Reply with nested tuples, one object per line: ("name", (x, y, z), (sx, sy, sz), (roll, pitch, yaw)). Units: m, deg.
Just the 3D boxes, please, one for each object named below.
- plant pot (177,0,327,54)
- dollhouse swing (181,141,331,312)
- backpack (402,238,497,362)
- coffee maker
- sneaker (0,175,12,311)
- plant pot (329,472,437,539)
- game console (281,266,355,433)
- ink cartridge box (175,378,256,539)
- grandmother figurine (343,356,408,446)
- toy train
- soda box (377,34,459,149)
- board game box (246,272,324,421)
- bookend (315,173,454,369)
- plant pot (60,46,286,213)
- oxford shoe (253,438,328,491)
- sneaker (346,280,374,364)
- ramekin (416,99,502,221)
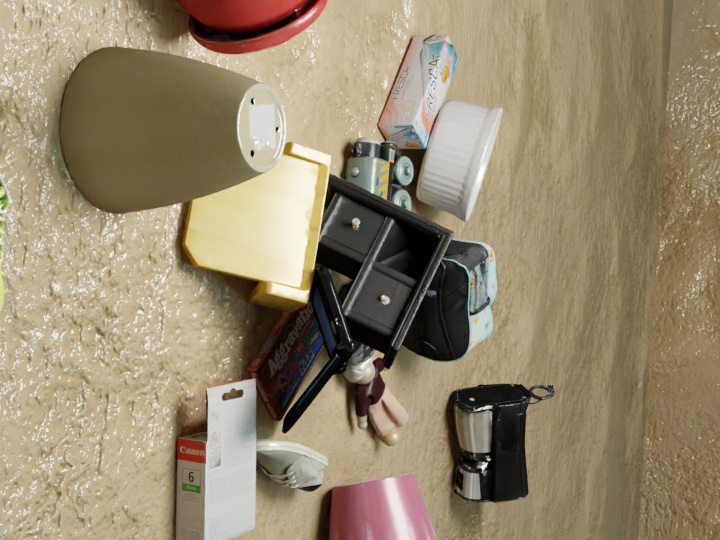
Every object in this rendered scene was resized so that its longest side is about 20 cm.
("plant pot", (-0.135, -0.365, 1.275), (0.201, 0.200, 0.183), (-60, 144, -38))
("dollhouse swing", (-0.145, -0.064, 1.452), (0.182, 0.175, 0.201), (148, -49, -75))
("backpack", (0.137, 0.044, 1.822), (0.153, 0.175, 0.201), (-28, 121, -52))
("coffee maker", (0.269, 0.326, 2.066), (0.135, 0.191, 0.201), (-52, 140, -69))
("sneaker", (-0.364, -0.045, 1.020), (0.075, 0.076, 0.201), (-38, 126, -55))
("plant pot", (0.032, 0.408, 1.672), (0.200, 0.199, 0.180), (9, 70, -60))
("game console", (-0.076, 0.110, 1.473), (0.200, 0.116, 0.177), (112, -41, -76))
("ink cartridge box", (-0.183, 0.241, 1.398), (0.109, 0.050, 0.201), (-3, 94, -60))
("grandmother figurine", (0.023, 0.193, 1.753), (0.200, 0.060, 0.122), (61, 34, -47))
("toy train", (0.020, -0.107, 1.698), (0.114, 0.085, 0.201), (13, 81, -51))
("soda box", (0.098, -0.297, 1.822), (0.064, 0.068, 0.201), (54, 48, -48))
("board game box", (-0.094, 0.106, 1.574), (0.200, 0.019, 0.103), (-60, 140, -39))
("bookend", (0.000, 0.000, 1.560), (0.199, 0.199, 0.092), (-62, 175, -22))
("plant pot", (-0.188, -0.155, 1.199), (0.187, 0.199, 0.188), (-7, 98, -60))
("oxford shoe", (-0.102, 0.270, 1.522), (0.200, 0.075, 0.058), (42, 56, -60))
("sneaker", (0.009, 0.063, 1.695), (0.076, 0.079, 0.200), (101, 14, -47))
("ramekin", (0.165, -0.192, 1.863), (0.200, 0.097, 0.201), (18, 90, -82))
